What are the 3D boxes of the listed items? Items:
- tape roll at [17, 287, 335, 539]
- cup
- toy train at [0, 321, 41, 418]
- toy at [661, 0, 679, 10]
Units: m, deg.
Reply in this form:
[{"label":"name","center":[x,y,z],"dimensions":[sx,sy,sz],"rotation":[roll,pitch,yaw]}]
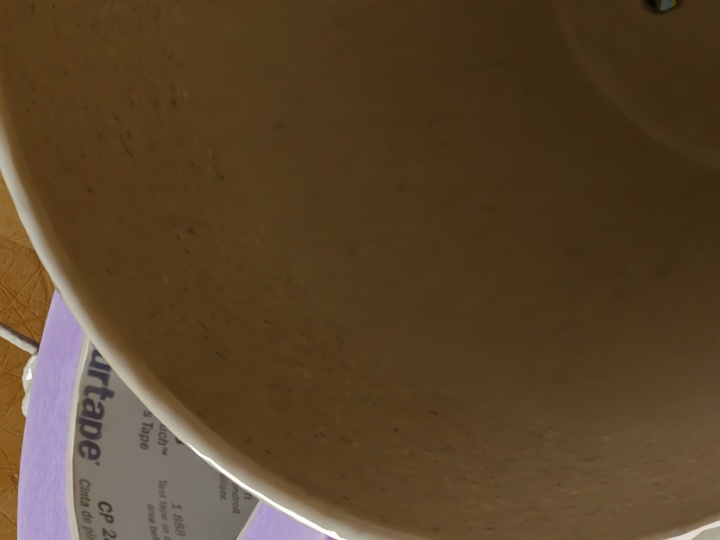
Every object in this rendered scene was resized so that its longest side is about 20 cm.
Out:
[{"label":"tape roll","center":[-0.009,0.031,0.719],"dimensions":[0.200,0.085,0.200],"rotation":[-36,45,48]},{"label":"cup","center":[0.050,-0.059,0.494],"dimensions":[0.143,0.200,0.200],"rotation":[-18,-41,-59]},{"label":"toy train","center":[-0.062,0.106,0.834],"dimensions":[0.085,0.200,0.116],"rotation":[-14,53,41]},{"label":"toy","center":[0.034,-0.099,0.782],"dimensions":[0.047,0.200,0.115],"rotation":[-16,-31,-36]}]
